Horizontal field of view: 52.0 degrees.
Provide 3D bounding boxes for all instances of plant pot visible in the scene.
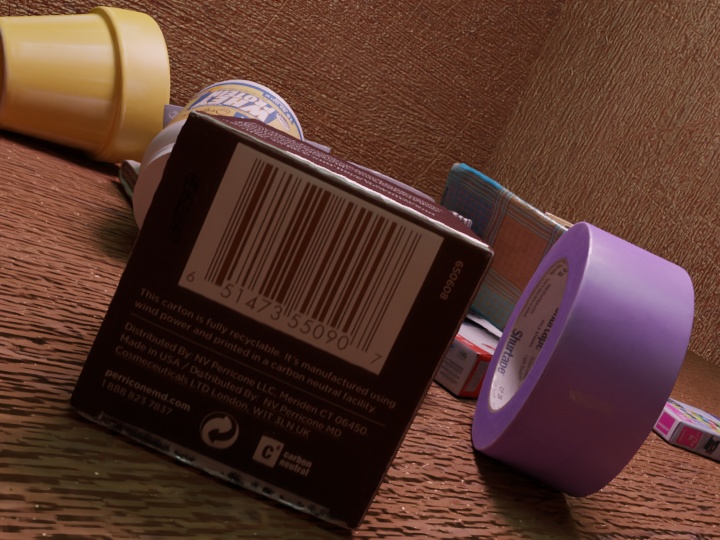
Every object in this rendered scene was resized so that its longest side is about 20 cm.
[{"bbox_3d":[-0.371,-0.242,0.945,0.188,0.202,0.201,-2,25,-40],"label":"plant pot"}]

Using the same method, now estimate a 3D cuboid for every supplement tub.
[{"bbox_3d":[-0.138,-0.099,0.751,0.144,0.145,0.200,24,28,-9],"label":"supplement tub"}]

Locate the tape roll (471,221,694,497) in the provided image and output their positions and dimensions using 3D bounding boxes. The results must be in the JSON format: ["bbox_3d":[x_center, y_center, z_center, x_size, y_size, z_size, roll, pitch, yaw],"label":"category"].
[{"bbox_3d":[0.169,0.069,0.587,0.085,0.201,0.200,25,9,3],"label":"tape roll"}]

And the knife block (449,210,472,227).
[{"bbox_3d":[0.019,-0.035,0.830,0.199,0.064,0.176,6,-11,-12],"label":"knife block"}]

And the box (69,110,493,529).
[{"bbox_3d":[-0.039,0.013,0.451,0.165,0.165,0.200,24,9,-3],"label":"box"}]

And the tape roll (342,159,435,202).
[{"bbox_3d":[0.011,-0.111,1.132,0.199,0.066,0.200,21,3,-1],"label":"tape roll"}]

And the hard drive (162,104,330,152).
[{"bbox_3d":[-0.143,-0.131,0.908,0.199,0.043,0.135,15,-23,-5],"label":"hard drive"}]

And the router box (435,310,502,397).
[{"bbox_3d":[0.098,0.074,0.833,0.179,0.049,0.200,15,14,-48],"label":"router box"}]

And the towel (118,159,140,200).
[{"bbox_3d":[-0.210,-0.075,0.890,0.132,0.035,0.200,22,11,-34],"label":"towel"}]

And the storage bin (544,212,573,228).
[{"bbox_3d":[0.339,0.047,1.145,0.198,0.201,0.094,24,11,-7],"label":"storage bin"}]

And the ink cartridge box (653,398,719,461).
[{"bbox_3d":[0.475,0.224,1.037,0.199,0.042,0.119,24,10,-20],"label":"ink cartridge box"}]

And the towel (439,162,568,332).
[{"bbox_3d":[0.152,-0.016,0.829,0.022,0.147,0.200,-7,36,-40],"label":"towel"}]
